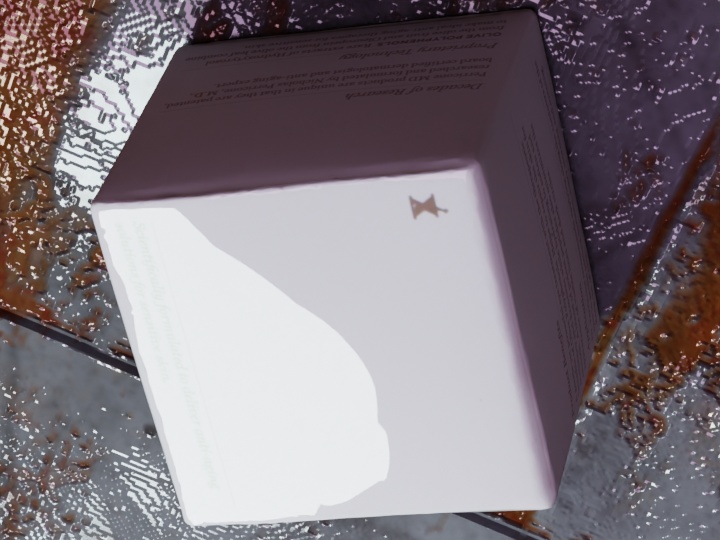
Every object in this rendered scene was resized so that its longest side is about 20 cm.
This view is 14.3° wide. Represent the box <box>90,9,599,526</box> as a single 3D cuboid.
[{"bbox_3d":[0.000,0.000,1.440,0.200,0.171,0.199,-5,120,16],"label":"box"}]
